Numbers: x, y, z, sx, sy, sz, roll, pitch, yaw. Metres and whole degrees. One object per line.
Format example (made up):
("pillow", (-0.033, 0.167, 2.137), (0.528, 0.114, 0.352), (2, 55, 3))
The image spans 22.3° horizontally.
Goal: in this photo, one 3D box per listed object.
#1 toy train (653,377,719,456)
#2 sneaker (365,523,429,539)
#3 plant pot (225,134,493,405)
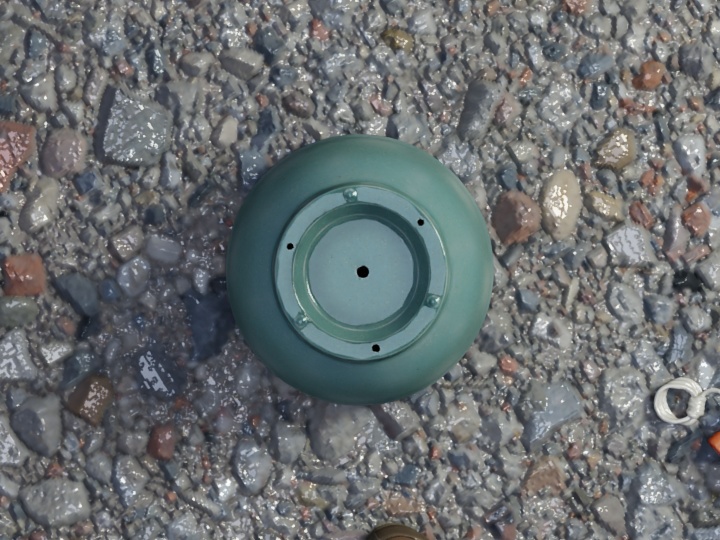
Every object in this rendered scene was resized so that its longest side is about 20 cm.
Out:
("toy train", (0.274, 0.179, 1.330), (0.149, 0.056, 0.201), (-1, 91, -1))
("sneaker", (0.076, 0.266, 1.320), (0.200, 0.076, 0.071), (41, 90, 0))
("plant pot", (0.000, 0.000, 1.287), (0.199, 0.134, 0.202), (0, 90, -1))
